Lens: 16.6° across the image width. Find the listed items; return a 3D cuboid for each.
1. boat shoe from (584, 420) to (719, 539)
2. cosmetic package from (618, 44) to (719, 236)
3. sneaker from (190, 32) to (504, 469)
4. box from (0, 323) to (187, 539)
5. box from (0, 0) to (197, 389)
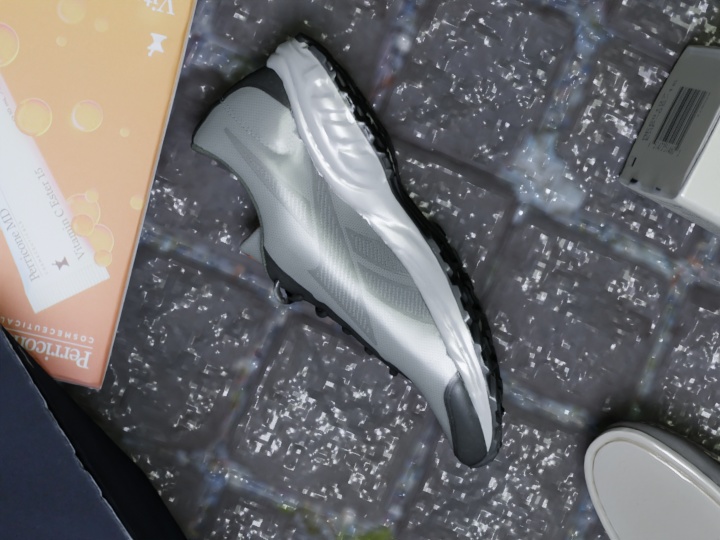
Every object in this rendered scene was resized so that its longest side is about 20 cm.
[{"bbox_3d":[0.180,0.134,1.117,0.200,0.057,0.067,44,126,-8],"label":"boat shoe"},{"bbox_3d":[0.222,-0.020,1.071,0.199,0.104,0.073,27,93,-12],"label":"cosmetic package"},{"bbox_3d":[0.000,0.000,1.063,0.079,0.074,0.201,-31,95,6],"label":"sneaker"},{"bbox_3d":[-0.165,0.149,0.976,0.196,0.200,0.124,-36,65,-3],"label":"box"},{"bbox_3d":[-0.144,-0.067,1.014,0.124,0.097,0.201,13,96,-10],"label":"box"}]
